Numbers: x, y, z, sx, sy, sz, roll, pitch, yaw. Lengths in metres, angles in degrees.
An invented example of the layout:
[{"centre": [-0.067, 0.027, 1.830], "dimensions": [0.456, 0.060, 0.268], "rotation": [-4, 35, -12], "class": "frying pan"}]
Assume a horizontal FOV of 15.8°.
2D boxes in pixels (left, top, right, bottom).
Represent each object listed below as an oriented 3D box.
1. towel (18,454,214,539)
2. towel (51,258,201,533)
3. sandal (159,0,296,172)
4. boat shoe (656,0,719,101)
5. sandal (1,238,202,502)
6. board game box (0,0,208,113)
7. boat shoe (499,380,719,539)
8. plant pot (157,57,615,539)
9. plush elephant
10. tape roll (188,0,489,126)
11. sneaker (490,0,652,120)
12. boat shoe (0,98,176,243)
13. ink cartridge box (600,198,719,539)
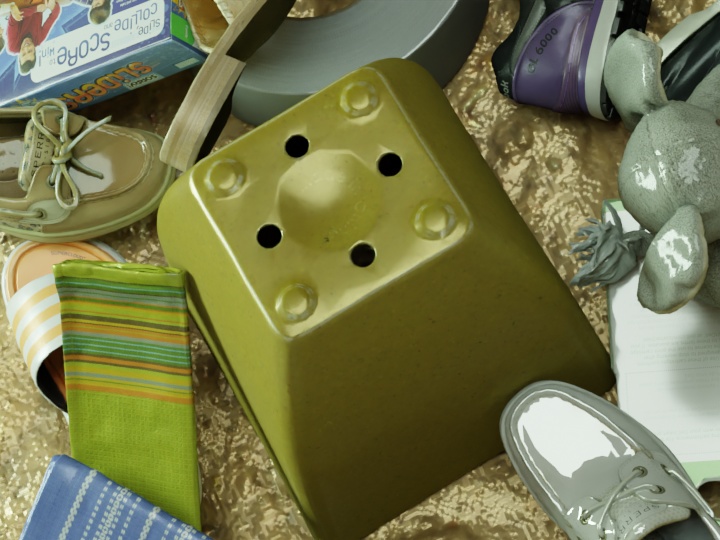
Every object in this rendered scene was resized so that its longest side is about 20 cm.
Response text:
[{"centre": [-0.113, 0.205, 1.410], "dimensions": [0.199, 0.024, 0.145], "rotation": [28, 101, 19], "class": "towel"}, {"centre": [-0.125, 0.094, 1.419], "dimensions": [0.086, 0.018, 0.201], "rotation": [4, 103, 33], "class": "towel"}, {"centre": [-0.079, -0.149, 1.441], "dimensions": [0.069, 0.078, 0.212], "rotation": [26, 55, 1], "class": "sandal"}, {"centre": [0.239, -0.141, 1.477], "dimensions": [0.199, 0.075, 0.066], "rotation": [-40, 68, -5], "class": "boat shoe"}, {"centre": [-0.147, 0.056, 1.484], "dimensions": [0.079, 0.059, 0.207], "rotation": [-28, 65, -1], "class": "sandal"}, {"centre": [-0.175, -0.161, 1.545], "dimensions": [0.199, 0.034, 0.136], "rotation": [-16, 63, 34], "class": "board game box"}, {"centre": [0.149, 0.131, 1.351], "dimensions": [0.200, 0.069, 0.071], "rotation": [44, 93, 13], "class": "boat shoe"}, {"centre": [0.000, 0.000, 1.400], "dimensions": [0.195, 0.200, 0.195], "rotation": [-31, 66, -1], "class": "plant pot"}, {"centre": [0.194, -0.046, 1.342], "dimensions": [0.199, 0.155, 0.166], "rotation": [-15, 73, 7], "class": "plush elephant"}, {"centre": [-0.023, -0.182, 1.552], "dimensions": [0.199, 0.066, 0.201], "rotation": [-4, 68, 11], "class": "tape roll"}, {"centre": [0.128, -0.189, 1.522], "dimensions": [0.087, 0.076, 0.201], "rotation": [10, 71, 22], "class": "sneaker"}, {"centre": [-0.208, -0.060, 1.516], "dimensions": [0.199, 0.063, 0.074], "rotation": [-3, 65, 10], "class": "boat shoe"}, {"centre": [0.210, 0.054, 1.420], "dimensions": [0.145, 0.048, 0.201], "rotation": [-5, 78, 10], "class": "ink cartridge box"}]
